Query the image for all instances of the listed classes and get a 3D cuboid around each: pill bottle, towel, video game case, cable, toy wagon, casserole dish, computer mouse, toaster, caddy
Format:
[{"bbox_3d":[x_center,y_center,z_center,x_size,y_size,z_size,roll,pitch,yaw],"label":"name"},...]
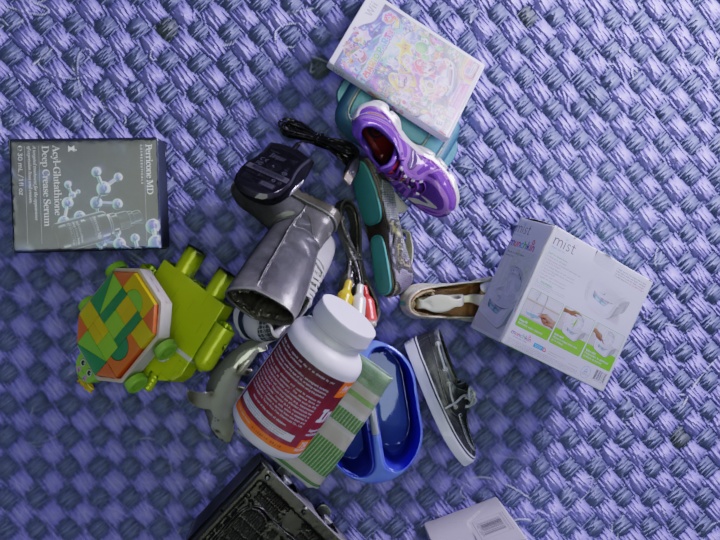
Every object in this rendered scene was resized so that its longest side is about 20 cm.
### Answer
[{"bbox_3d":[-0.070,0.136,1.227,0.112,0.113,0.201,34,105,-6],"label":"pill bottle"},{"bbox_3d":[-0.067,0.184,1.302,0.152,0.023,0.201,35,104,11],"label":"towel"},{"bbox_3d":[0.067,-0.291,1.342,0.198,0.018,0.144,31,66,-6],"label":"video game case"},{"bbox_3d":[0.000,0.000,1.346,0.096,0.050,0.203,15,74,-40],"label":"cable"},{"bbox_3d":[-0.337,0.093,1.298,0.200,0.039,0.156,-47,65,18],"label":"toy wagon"},{"bbox_3d":[0.056,-0.217,1.363,0.199,0.039,0.122,33,88,-5],"label":"casserole dish"},{"bbox_3d":[-0.081,-0.129,1.291,0.139,0.201,0.046,21,130,7],"label":"computer mouse"},{"bbox_3d":[-0.138,0.387,1.328,0.181,0.119,0.200,44,88,-5],"label":"toaster"},{"bbox_3d":[0.012,0.197,1.341,0.139,0.105,0.203,-10,93,-6],"label":"caddy"}]

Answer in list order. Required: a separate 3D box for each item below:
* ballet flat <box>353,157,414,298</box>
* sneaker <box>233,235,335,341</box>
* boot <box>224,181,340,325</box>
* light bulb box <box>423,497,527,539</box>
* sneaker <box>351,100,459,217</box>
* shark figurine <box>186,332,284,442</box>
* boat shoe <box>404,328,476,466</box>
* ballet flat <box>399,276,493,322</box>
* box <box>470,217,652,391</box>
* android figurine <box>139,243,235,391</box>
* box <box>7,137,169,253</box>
[{"bbox_3d":[0.039,-0.065,1.361,0.071,0.072,0.203,-12,94,-5],"label":"ballet flat"},{"bbox_3d":[-0.087,0.023,1.308,0.077,0.080,0.201,51,60,-28],"label":"sneaker"},{"bbox_3d":[-0.132,-0.030,1.271,0.179,0.073,0.201,18,54,14],"label":"boot"},{"bbox_3d":[0.185,0.458,1.324,0.123,0.198,0.203,-18,95,-3],"label":"light bulb box"},{"bbox_3d":[0.055,-0.141,1.311,0.200,0.084,0.080,43,120,-16],"label":"sneaker"},{"bbox_3d":[-0.175,0.130,1.339,0.128,0.090,0.215,33,98,-39],"label":"shark figurine"},{"bbox_3d":[0.133,0.182,1.370,0.067,0.074,0.202,-24,85,10],"label":"boat shoe"},{"bbox_3d":[0.155,0.047,1.371,0.197,0.062,0.069,-6,93,-6],"label":"ballet flat"},{"bbox_3d":[0.287,0.048,1.340,0.198,0.097,0.179,24,90,-25],"label":"box"},{"bbox_3d":[-0.260,0.070,1.316,0.181,0.041,0.201,35,91,21],"label":"android figurine"},{"bbox_3d":[-0.366,-0.101,1.290,0.197,0.107,0.151,-2,92,-6],"label":"box"}]
